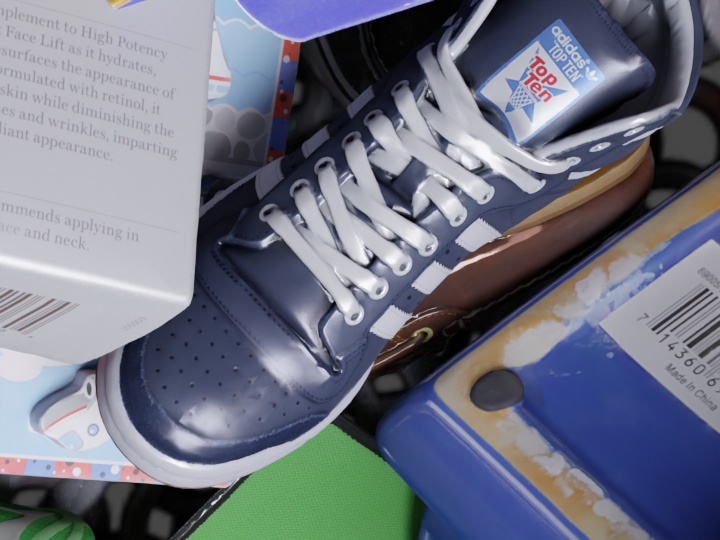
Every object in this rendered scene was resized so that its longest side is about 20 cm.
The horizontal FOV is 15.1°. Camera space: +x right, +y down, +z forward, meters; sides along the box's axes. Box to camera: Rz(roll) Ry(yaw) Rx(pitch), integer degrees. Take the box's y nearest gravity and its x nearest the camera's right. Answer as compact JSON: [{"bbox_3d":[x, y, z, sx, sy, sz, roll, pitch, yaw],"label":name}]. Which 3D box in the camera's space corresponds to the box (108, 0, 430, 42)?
[{"bbox_3d":[-0.036,-0.155,0.693,0.119,0.041,0.200,-20,92,-35],"label":"box"}]

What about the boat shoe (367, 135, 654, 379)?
[{"bbox_3d":[0.000,0.000,0.860,0.200,0.070,0.070,-19,129,-5],"label":"boat shoe"}]

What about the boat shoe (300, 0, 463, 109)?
[{"bbox_3d":[0.022,-0.127,0.796,0.073,0.068,0.200,-3,118,-23],"label":"boat shoe"}]

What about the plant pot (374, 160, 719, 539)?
[{"bbox_3d":[0.131,0.085,0.849,0.200,0.200,0.180,-35,139,-13],"label":"plant pot"}]

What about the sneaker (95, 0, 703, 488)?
[{"bbox_3d":[0.015,-0.023,0.746,0.200,0.108,0.070,-40,90,-29],"label":"sneaker"}]

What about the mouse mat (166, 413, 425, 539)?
[{"bbox_3d":[-0.019,0.134,0.929,0.161,0.008,0.200,-45,140,7],"label":"mouse mat"}]

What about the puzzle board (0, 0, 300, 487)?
[{"bbox_3d":[-0.111,-0.019,0.753,0.200,0.017,0.151,6,95,-31],"label":"puzzle board"}]

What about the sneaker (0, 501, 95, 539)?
[{"bbox_3d":[-0.156,0.069,0.816,0.200,0.074,0.084,15,91,-39],"label":"sneaker"}]

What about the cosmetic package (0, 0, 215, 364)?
[{"bbox_3d":[-0.094,-0.087,0.703,0.101,0.074,0.201,14,69,-29],"label":"cosmetic package"}]
